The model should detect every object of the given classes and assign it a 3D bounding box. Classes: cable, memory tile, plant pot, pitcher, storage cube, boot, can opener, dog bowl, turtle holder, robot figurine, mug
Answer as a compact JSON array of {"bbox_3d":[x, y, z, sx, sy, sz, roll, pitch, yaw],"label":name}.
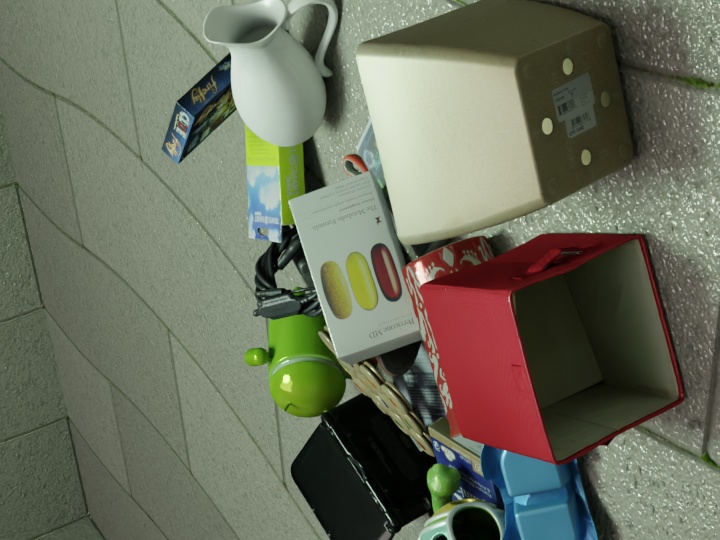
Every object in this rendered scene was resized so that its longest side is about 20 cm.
[{"bbox_3d":[-0.064,-0.009,1.863,0.198,0.165,0.051,-17,132,35],"label":"cable"},{"bbox_3d":[0.024,0.161,1.798,0.200,0.017,0.154,40,166,45],"label":"memory tile"},{"bbox_3d":[0.143,-0.146,1.281,0.176,0.198,0.203,6,115,51],"label":"plant pot"},{"bbox_3d":[-0.093,-0.265,1.746,0.201,0.169,0.122,66,-169,-49],"label":"pitcher"},{"bbox_3d":[0.190,0.074,1.361,0.179,0.169,0.203,5,114,63],"label":"storage cube"},{"bbox_3d":[0.020,0.090,1.798,0.201,0.067,0.191,113,148,-56],"label":"boot"},{"bbox_3d":[-0.065,-0.001,1.946,0.201,0.053,0.067,56,168,47],"label":"can opener"},{"bbox_3d":[0.208,0.257,1.552,0.050,0.110,0.203,-43,-63,-70],"label":"dog bowl"},{"bbox_3d":[0.137,0.333,1.639,0.133,0.139,0.187,90,-169,-48],"label":"turtle holder"},{"bbox_3d":[-0.078,0.125,1.972,0.116,0.173,0.202,121,154,-48],"label":"robot figurine"},{"bbox_3d":[0.121,0.080,1.561,0.177,0.132,0.203,-35,74,62],"label":"mug"}]

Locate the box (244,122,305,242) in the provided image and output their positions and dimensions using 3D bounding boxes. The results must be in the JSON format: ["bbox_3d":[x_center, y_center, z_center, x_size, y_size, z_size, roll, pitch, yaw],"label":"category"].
[{"bbox_3d":[-0.123,-0.146,1.928,0.122,0.047,0.203,9,103,62],"label":"box"}]

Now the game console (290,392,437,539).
[{"bbox_3d":[0.019,0.291,1.892,0.201,0.174,0.117,53,158,29],"label":"game console"}]

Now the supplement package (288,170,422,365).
[{"bbox_3d":[0.000,0.000,1.644,0.110,0.112,0.203,47,-156,-79],"label":"supplement package"}]

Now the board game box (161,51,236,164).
[{"bbox_3d":[-0.188,-0.248,1.857,0.035,0.200,0.136,40,152,3],"label":"board game box"}]

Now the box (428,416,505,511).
[{"bbox_3d":[0.155,0.294,1.729,0.121,0.032,0.202,27,142,49],"label":"box"}]

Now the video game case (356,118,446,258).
[{"bbox_3d":[0.067,-0.129,1.631,0.183,0.023,0.200,61,155,17],"label":"video game case"}]

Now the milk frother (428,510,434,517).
[{"bbox_3d":[0.053,0.428,1.900,0.180,0.186,0.203,0,109,63],"label":"milk frother"}]

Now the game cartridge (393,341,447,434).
[{"bbox_3d":[0.104,0.151,1.762,0.199,0.041,0.135,-8,106,65],"label":"game cartridge"}]

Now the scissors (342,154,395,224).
[{"bbox_3d":[0.031,-0.086,1.749,0.200,0.014,0.074,43,143,47],"label":"scissors"}]
